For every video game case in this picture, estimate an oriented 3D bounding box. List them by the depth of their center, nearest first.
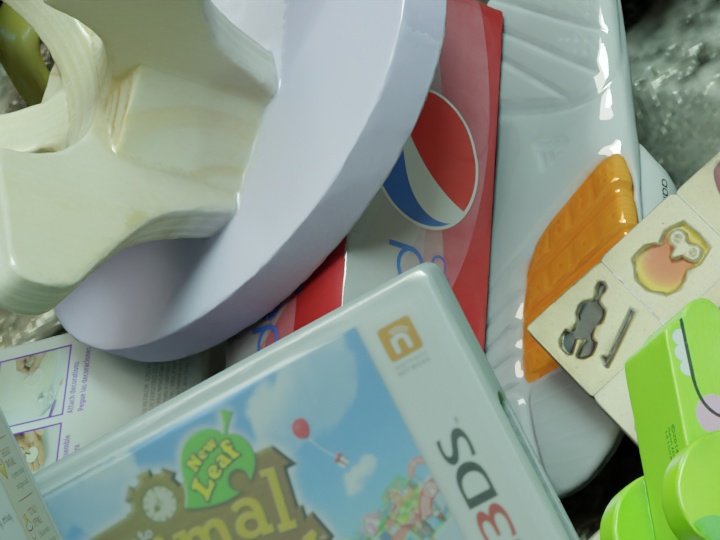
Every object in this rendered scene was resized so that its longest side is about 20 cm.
[{"bbox_3d":[-0.022,0.123,0.912,0.200,0.022,0.183,-28,84,14],"label":"video game case"}]

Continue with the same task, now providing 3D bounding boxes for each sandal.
[{"bbox_3d":[0.084,-0.019,0.999,0.079,0.059,0.207,-17,63,44],"label":"sandal"}]

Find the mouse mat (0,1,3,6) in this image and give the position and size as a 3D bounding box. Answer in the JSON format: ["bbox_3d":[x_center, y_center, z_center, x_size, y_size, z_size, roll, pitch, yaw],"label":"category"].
[{"bbox_3d":[-0.133,-0.150,1.097,0.008,0.200,0.162,13,96,-2],"label":"mouse mat"}]

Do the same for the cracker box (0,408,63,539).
[{"bbox_3d":[-0.126,0.092,0.846,0.058,0.134,0.201,-25,90,6],"label":"cracker box"}]

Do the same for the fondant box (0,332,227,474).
[{"bbox_3d":[-0.133,0.104,1.044,0.199,0.058,0.145,-13,52,21],"label":"fondant box"}]

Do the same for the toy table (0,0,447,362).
[{"bbox_3d":[-0.079,-0.057,0.959,0.200,0.117,0.184,-50,41,28],"label":"toy table"}]

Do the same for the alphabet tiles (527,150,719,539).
[{"bbox_3d":[0.153,0.053,0.905,0.167,0.008,0.200,-42,67,-3],"label":"alphabet tiles"}]

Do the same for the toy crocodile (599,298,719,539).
[{"bbox_3d":[0.117,0.106,0.856,0.062,0.068,0.201,-4,67,-19],"label":"toy crocodile"}]

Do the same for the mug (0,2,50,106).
[{"bbox_3d":[-0.051,-0.144,1.115,0.149,0.153,0.187,-9,54,24],"label":"mug"}]

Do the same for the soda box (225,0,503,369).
[{"bbox_3d":[0.000,0.000,0.989,0.063,0.070,0.201,-16,65,46],"label":"soda box"}]
